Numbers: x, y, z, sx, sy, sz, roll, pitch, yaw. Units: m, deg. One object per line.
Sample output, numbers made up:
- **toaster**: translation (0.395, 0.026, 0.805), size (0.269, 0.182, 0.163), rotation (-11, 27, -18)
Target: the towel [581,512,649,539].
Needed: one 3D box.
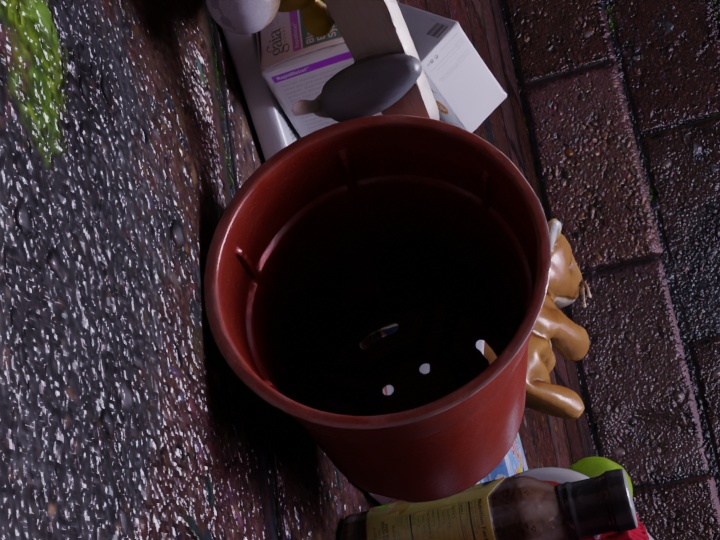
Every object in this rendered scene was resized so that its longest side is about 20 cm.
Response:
- **towel**: translation (0.117, 0.222, 0.993), size (0.145, 0.198, 0.023), rotation (42, 28, -67)

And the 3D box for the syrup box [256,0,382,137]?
- **syrup box**: translation (-0.006, -0.130, 0.988), size (0.200, 0.081, 0.079), rotation (58, 21, -56)

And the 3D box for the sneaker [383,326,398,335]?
- **sneaker**: translation (0.028, -0.043, 1.152), size (0.070, 0.077, 0.202), rotation (-56, 131, -73)

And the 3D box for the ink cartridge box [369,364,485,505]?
- **ink cartridge box**: translation (0.046, 0.132, 1.071), size (0.200, 0.067, 0.116), rotation (53, 26, -61)

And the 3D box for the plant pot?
- **plant pot**: translation (0.024, 0.043, 0.837), size (0.196, 0.198, 0.203), rotation (71, 11, -59)

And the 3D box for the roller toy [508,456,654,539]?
- **roller toy**: translation (0.173, 0.281, 1.173), size (0.140, 0.199, 0.184), rotation (45, 24, -39)

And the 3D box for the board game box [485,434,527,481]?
- **board game box**: translation (0.177, 0.264, 1.570), size (0.151, 0.036, 0.202), rotation (-50, 125, -74)

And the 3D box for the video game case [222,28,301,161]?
- **video game case**: translation (-0.073, -0.193, 1.000), size (0.182, 0.023, 0.202), rotation (-66, 140, -69)

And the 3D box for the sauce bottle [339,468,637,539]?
- **sauce bottle**: translation (0.087, 0.177, 0.911), size (0.065, 0.198, 0.065), rotation (-13, 90, -79)

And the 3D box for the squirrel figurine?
- **squirrel figurine**: translation (0.133, 0.029, 1.289), size (0.141, 0.199, 0.188), rotation (-29, -144, 64)

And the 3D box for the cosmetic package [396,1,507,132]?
- **cosmetic package**: translation (0.033, -0.179, 1.120), size (0.083, 0.051, 0.200), rotation (46, -7, -34)

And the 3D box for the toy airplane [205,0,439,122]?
- **toy airplane**: translation (-0.026, -0.184, 0.788), size (0.200, 0.141, 0.200), rotation (43, -25, 21)

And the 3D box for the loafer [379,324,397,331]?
- **loafer**: translation (0.000, 0.000, 1.005), size (0.200, 0.069, 0.076), rotation (36, 42, -71)

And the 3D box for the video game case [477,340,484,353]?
- **video game case**: translation (0.079, -0.036, 1.137), size (0.201, 0.023, 0.184), rotation (-103, -170, -54)
